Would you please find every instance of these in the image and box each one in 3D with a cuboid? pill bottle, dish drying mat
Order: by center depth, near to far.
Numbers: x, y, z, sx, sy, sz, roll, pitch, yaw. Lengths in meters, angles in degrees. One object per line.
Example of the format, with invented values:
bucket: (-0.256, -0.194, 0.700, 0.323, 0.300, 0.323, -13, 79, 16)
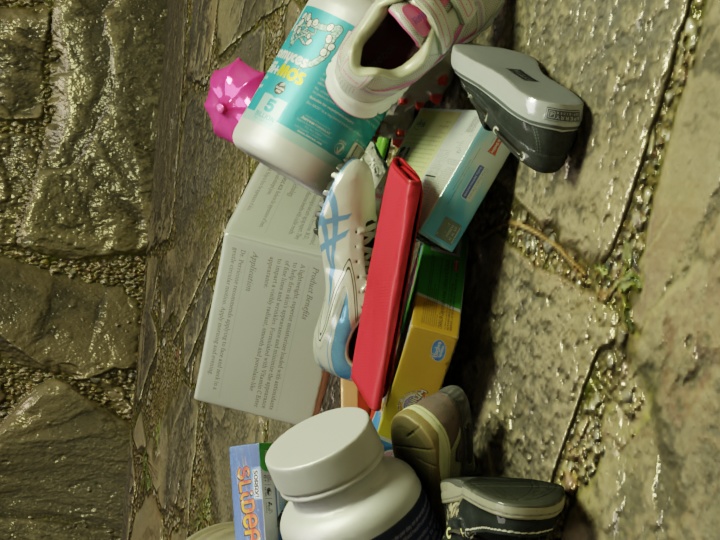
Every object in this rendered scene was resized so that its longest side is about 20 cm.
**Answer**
pill bottle: (0.005, 0.216, 1.364, 0.200, 0.120, 0.120, 66, 173, -18)
dish drying mat: (0.022, 0.011, 1.424, 0.077, 0.018, 0.200, -128, 44, -64)
pill bottle: (-0.021, -0.173, 1.516, 0.200, 0.111, 0.111, -60, 16, -2)

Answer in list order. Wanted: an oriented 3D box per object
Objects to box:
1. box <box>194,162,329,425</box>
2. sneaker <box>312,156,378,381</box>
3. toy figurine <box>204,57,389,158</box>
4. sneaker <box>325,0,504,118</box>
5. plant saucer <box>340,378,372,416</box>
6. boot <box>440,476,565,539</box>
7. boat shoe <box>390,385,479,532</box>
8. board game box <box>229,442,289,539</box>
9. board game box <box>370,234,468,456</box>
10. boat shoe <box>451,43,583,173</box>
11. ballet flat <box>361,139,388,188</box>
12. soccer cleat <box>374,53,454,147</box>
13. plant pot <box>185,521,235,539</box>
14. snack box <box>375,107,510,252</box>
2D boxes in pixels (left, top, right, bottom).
box: (-0.076, 0.021, 1.775, 0.200, 0.131, 0.199, -72, -4, -64)
sneaker: (0.000, 0.000, 1.496, 0.072, 0.072, 0.200, -25, -59, -57)
toy figurine: (-0.077, -0.180, 1.845, 0.200, 0.184, 0.150, -134, 51, -72)
sneaker: (0.056, -0.208, 1.420, 0.200, 0.081, 0.088, -47, 1, -3)
plant saucer: (-0.004, 0.154, 1.675, 0.200, 0.032, 0.200, 180, 90, -89)
boot: (0.101, 0.229, 1.255, 0.204, 0.073, 0.154, 153, 119, -80)
boat shoe: (0.067, 0.167, 1.419, 0.072, 0.066, 0.201, 42, 155, 30)
board game box: (-0.046, 0.244, 1.421, 0.034, 0.135, 0.200, -12, 78, 36)
board game box: (0.046, 0.085, 1.496, 0.153, 0.040, 0.200, -79, 4, -56)
boat shoe: (0.115, -0.132, 1.338, 0.200, 0.069, 0.057, -124, 41, -64)
ballet flat: (-0.014, -0.113, 1.661, 0.200, 0.072, 0.072, 68, 166, -5)
soccer cleat: (0.040, -0.184, 1.640, 0.200, 0.069, 0.078, 129, 147, -69)
plant pot: (-0.082, 0.332, 1.725, 0.183, 0.200, 0.201, -37, 49, 55)
snack box: (0.065, -0.082, 1.484, 0.116, 0.037, 0.200, -60, 15, -2)
